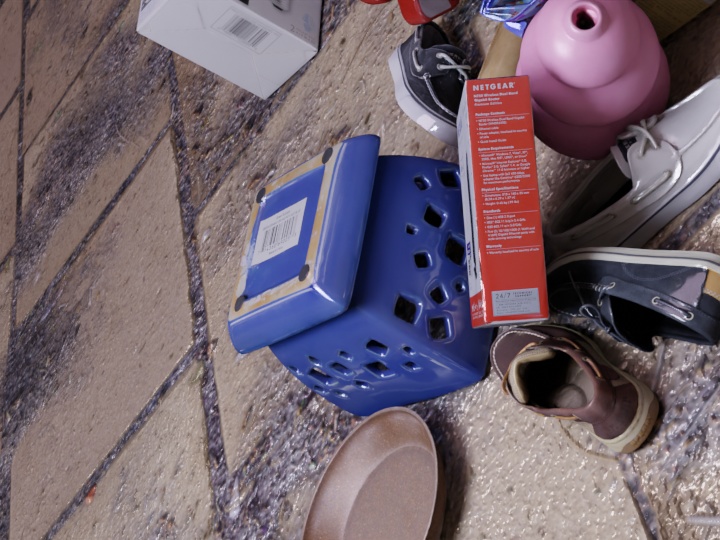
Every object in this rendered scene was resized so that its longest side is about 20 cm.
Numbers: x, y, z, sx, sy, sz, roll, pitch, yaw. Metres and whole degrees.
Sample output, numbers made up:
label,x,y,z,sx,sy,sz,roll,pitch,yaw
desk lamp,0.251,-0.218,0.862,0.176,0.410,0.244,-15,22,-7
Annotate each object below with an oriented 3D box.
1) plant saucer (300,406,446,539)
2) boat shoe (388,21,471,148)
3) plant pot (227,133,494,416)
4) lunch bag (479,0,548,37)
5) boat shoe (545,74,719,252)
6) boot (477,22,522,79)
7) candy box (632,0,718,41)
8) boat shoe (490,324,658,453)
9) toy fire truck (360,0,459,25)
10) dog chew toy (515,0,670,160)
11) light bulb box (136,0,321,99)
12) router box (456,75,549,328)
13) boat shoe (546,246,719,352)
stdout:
label,x,y,z,sx,sy,sz,roll,pitch,yaw
plant saucer,0.016,0.218,1.342,0.200,0.037,0.201,-39,38,39
boat shoe,0.078,-0.190,1.538,0.068,0.072,0.200,-54,22,22
plant pot,0.000,0.000,1.394,0.200,0.180,0.200,-24,49,51
lunch bag,0.177,-0.267,1.224,0.200,0.094,0.151,-57,-13,26
boat shoe,0.222,-0.083,1.198,0.200,0.066,0.072,-46,33,32
boot,0.157,-0.242,1.386,0.175,0.066,0.200,52,-121,-72
candy box,0.273,-0.272,1.274,0.200,0.055,0.116,-35,38,44
boat shoe,0.146,0.079,1.191,0.072,0.072,0.200,-62,28,5
toy fire truck,0.065,-0.362,1.578,0.112,0.200,0.168,-1,25,47
dog chew toy,0.178,-0.161,1.206,0.200,0.124,0.125,47,-116,-75
light bulb box,-0.157,-0.357,1.937,0.125,0.198,0.200,-35,41,41
router box,0.109,-0.046,1.215,0.200,0.049,0.180,63,-157,-86
boat shoe,0.198,0.024,1.146,0.200,0.075,0.062,0,62,55
